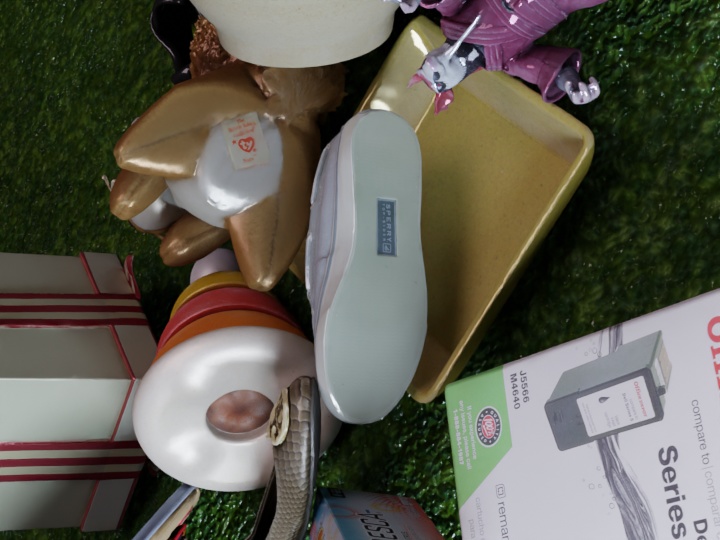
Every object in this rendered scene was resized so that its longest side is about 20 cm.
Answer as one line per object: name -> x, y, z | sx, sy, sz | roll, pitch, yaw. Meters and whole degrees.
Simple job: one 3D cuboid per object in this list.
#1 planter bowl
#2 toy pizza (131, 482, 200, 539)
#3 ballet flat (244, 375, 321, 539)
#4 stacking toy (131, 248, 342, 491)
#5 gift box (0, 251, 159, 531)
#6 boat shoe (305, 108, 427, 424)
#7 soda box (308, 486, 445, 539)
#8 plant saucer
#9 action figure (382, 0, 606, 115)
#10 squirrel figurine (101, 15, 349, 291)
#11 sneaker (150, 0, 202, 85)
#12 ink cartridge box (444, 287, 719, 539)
planter bowl -> -0.040, -0.215, 0.877 | 0.200, 0.200, 0.135 | 36, 140, 45
toy pizza -> -0.174, 0.233, 0.962 | 0.032, 0.200, 0.200 | 40, 111, 2
ballet flat -> -0.054, 0.147, 0.872 | 0.067, 0.046, 0.200 | -83, 2, -49
stacking toy -> -0.094, 0.046, 0.979 | 0.146, 0.146, 0.200 | -47, 32, 24
gift box -> -0.245, 0.087, 1.048 | 0.200, 0.186, 0.185 | -62, 40, 32
boat shoe -> -0.001, -0.001, 0.862 | 0.071, 0.070, 0.201 | 160, 117, -63
soda box -> 0.014, 0.181, 0.770 | 0.200, 0.068, 0.064 | -151, 71, -80
plant saucer -> 0.054, -0.041, 0.893 | 0.200, 0.048, 0.200 | 45, 109, 45
action figure -> 0.097, -0.176, 0.802 | 0.200, 0.134, 0.149 | -39, 20, 30
squirrel figurine -> -0.100, -0.094, 0.987 | 0.200, 0.141, 0.187 | -58, 17, -13
sneaker -> -0.132, -0.227, 1.119 | 0.071, 0.083, 0.200 | -27, 58, 36
ink cartridge box -> 0.152, 0.107, 0.717 | 0.200, 0.084, 0.146 | -25, 60, 38
